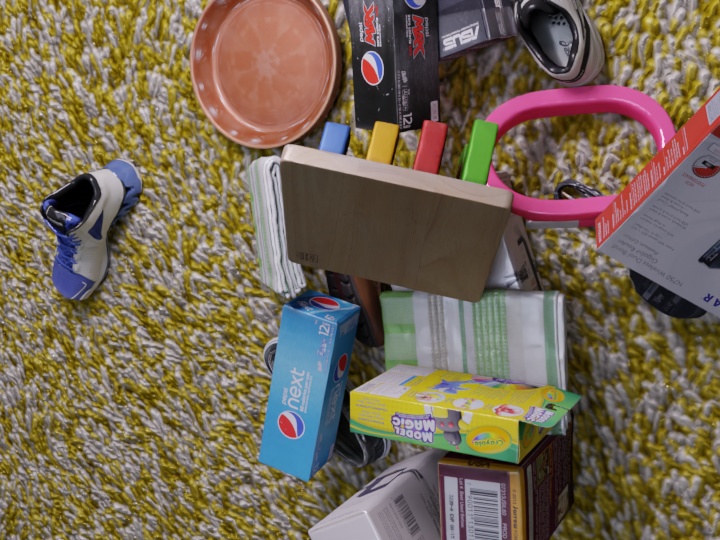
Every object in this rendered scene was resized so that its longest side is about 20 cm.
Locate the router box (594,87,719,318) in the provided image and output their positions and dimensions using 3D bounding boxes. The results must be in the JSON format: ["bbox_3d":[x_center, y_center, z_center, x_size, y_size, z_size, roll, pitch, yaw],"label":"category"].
[{"bbox_3d":[0.349,-0.045,0.900,0.200,0.049,0.180,27,129,-12],"label":"router box"}]

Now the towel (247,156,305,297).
[{"bbox_3d":[-0.097,-0.052,1.115,0.031,0.200,0.149,-7,96,-11],"label":"towel"}]

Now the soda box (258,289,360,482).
[{"bbox_3d":[-0.058,0.128,1.104,0.068,0.064,0.200,18,112,19],"label":"soda box"}]

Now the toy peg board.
[{"bbox_3d":[0.036,-0.071,0.934,0.199,0.200,0.098,13,65,4],"label":"toy peg board"}]

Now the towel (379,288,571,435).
[{"bbox_3d":[0.119,0.091,1.031,0.200,0.031,0.149,0,98,27],"label":"towel"}]

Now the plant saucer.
[{"bbox_3d":[-0.111,-0.244,1.169,0.200,0.032,0.200,4,100,25],"label":"plant saucer"}]

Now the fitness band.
[{"bbox_3d":[0.213,-0.115,0.986,0.200,0.037,0.144,-4,70,8],"label":"fitness band"}]

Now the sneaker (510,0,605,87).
[{"bbox_3d":[0.180,-0.279,0.992,0.076,0.088,0.200,-32,83,28],"label":"sneaker"}]

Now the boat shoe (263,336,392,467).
[{"bbox_3d":[-0.046,0.153,1.184,0.200,0.071,0.072,40,113,15],"label":"boat shoe"}]

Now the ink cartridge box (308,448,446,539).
[{"bbox_3d":[0.051,0.301,1.093,0.084,0.200,0.145,-27,87,30],"label":"ink cartridge box"}]

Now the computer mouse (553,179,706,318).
[{"bbox_3d":[0.281,-0.026,1.023,0.200,0.034,0.059,47,137,17],"label":"computer mouse"}]

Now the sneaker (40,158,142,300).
[{"bbox_3d":[-0.372,-0.055,1.281,0.081,0.115,0.199,36,112,17],"label":"sneaker"}]

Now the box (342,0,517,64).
[{"bbox_3d":[0.061,-0.293,1.030,0.200,0.049,0.161,-7,99,51],"label":"box"}]

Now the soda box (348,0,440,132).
[{"bbox_3d":[0.033,-0.242,0.992,0.071,0.063,0.200,16,115,47],"label":"soda box"}]

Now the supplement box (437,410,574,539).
[{"bbox_3d":[0.156,0.221,1.026,0.086,0.200,0.110,2,100,26],"label":"supplement box"}]

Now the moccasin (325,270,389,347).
[{"bbox_3d":[-0.001,0.000,1.120,0.074,0.078,0.201,16,133,50],"label":"moccasin"}]

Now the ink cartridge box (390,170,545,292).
[{"bbox_3d":[0.114,0.008,1.075,0.146,0.085,0.200,-17,90,27],"label":"ink cartridge box"}]

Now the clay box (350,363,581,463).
[{"bbox_3d":[0.103,0.138,0.965,0.200,0.115,0.048,7,103,27],"label":"clay box"}]
